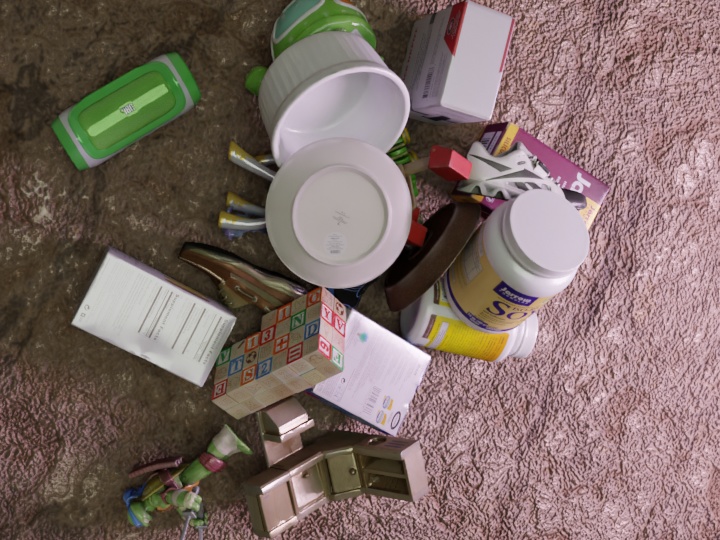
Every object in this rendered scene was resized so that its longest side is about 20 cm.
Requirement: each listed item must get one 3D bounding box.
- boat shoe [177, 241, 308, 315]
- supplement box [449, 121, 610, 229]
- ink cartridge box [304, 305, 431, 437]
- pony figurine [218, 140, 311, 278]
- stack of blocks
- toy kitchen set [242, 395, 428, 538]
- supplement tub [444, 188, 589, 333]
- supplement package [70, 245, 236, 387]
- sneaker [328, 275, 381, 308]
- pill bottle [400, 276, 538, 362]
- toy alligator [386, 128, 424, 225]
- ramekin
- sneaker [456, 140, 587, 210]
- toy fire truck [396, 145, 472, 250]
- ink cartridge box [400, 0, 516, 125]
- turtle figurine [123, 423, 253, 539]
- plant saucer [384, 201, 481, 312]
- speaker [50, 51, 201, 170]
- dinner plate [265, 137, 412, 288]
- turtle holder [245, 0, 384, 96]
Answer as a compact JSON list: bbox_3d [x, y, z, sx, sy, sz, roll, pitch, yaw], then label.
[{"bbox_3d":[-0.174,0.022,1.388,0.198,0.076,0.075,24,92,-15],"label":"boat shoe"},{"bbox_3d":[0.259,-0.121,1.471,0.198,0.103,0.132,28,87,-16],"label":"supplement box"},{"bbox_3d":[0.015,0.157,1.427,0.199,0.076,0.138,32,79,-28],"label":"ink cartridge box"},{"bbox_3d":[-0.099,-0.084,1.371,0.197,0.167,0.196,8,86,0],"label":"pony figurine"},{"bbox_3d":[-0.116,0.118,1.358,0.198,0.116,0.059,-27,130,26],"label":"stack of blocks"},{"bbox_3d":[-0.044,0.268,1.354,0.199,0.179,0.166,-22,104,-44],"label":"toy kitchen set"},{"bbox_3d":[0.217,-0.011,1.342,0.143,0.200,0.147,9,62,-17],"label":"supplement tub"},{"bbox_3d":[-0.289,0.063,1.340,0.198,0.114,0.111,28,89,-17],"label":"supplement package"},{"bbox_3d":[0.000,0.000,1.373,0.077,0.201,0.071,20,58,14],"label":"sneaker"},{"bbox_3d":[0.168,0.077,1.463,0.197,0.109,0.111,14,92,-15],"label":"pill bottle"},{"bbox_3d":[0.063,-0.149,1.442,0.059,0.054,0.202,-23,101,-11],"label":"toy alligator"},{"bbox_3d":[-0.042,-0.222,1.284,0.198,0.202,0.098,-20,56,-12],"label":"ramekin"},{"bbox_3d":[0.242,-0.137,1.373,0.197,0.074,0.090,11,94,-15],"label":"sneaker"},{"bbox_3d":[0.060,-0.105,1.385,0.048,0.198,0.143,25,77,-41],"label":"toy fire truck"},{"bbox_3d":[0.129,-0.292,1.372,0.083,0.200,0.146,14,92,-19],"label":"ink cartridge box"},{"bbox_3d":[-0.225,0.330,1.372,0.194,0.199,0.144,-44,138,-11],"label":"turtle figurine"},{"bbox_3d":[0.097,-0.028,1.388,0.034,0.200,0.201,40,85,-11],"label":"plant saucer"},{"bbox_3d":[-0.322,-0.221,1.320,0.199,0.088,0.089,-33,102,-9],"label":"speaker"},{"bbox_3d":[-0.027,-0.074,1.264,0.197,0.024,0.203,-1,102,-6],"label":"dinner plate"},{"bbox_3d":[-0.067,-0.309,1.360,0.140,0.133,0.186,0,139,-38],"label":"turtle holder"}]
